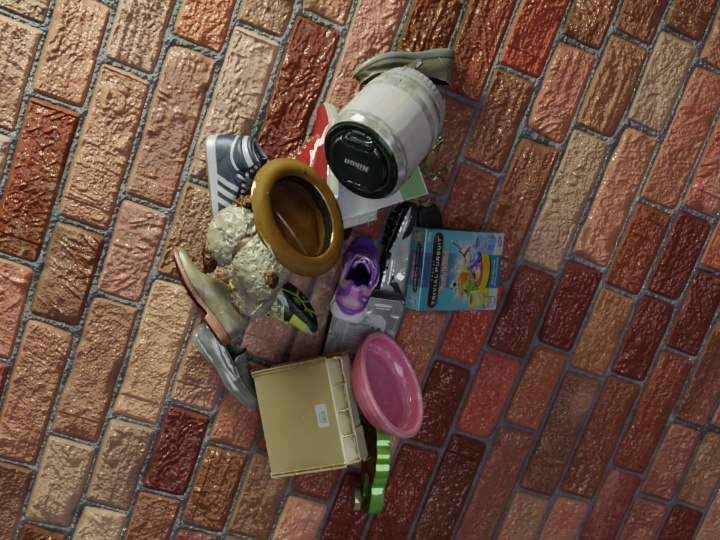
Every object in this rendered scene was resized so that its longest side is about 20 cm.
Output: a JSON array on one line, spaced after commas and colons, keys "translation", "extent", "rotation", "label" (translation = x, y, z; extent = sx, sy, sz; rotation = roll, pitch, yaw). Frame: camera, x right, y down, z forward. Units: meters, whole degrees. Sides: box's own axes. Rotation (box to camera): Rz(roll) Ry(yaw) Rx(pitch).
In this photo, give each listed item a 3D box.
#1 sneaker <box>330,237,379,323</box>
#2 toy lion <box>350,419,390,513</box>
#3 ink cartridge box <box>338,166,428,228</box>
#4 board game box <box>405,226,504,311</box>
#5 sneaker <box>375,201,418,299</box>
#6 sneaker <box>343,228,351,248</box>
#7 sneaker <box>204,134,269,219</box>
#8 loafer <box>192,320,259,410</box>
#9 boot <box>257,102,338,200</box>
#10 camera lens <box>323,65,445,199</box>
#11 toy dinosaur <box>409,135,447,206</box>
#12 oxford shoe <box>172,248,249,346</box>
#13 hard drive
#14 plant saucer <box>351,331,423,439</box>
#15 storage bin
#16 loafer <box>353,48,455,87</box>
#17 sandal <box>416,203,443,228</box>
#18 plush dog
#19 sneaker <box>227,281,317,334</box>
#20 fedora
[{"translation": [0.000, 0.000, 1.472], "extent": [0.078, 0.202, 0.090], "rotation": [15, 131, -1], "label": "sneaker"}, {"translation": [0.027, 0.372, 1.559], "extent": [0.067, 0.192, 0.206], "rotation": [3, 81, -10], "label": "toy lion"}, {"translation": [0.010, -0.165, 1.469], "extent": [0.195, 0.048, 0.149], "rotation": [-15, 68, -8], "label": "ink cartridge box"}, {"translation": [0.184, -0.002, 1.542], "extent": [0.196, 0.047, 0.155], "rotation": [1, 98, -33], "label": "board game box"}, {"translation": [0.081, -0.035, 1.549], "extent": [0.078, 0.074, 0.204], "rotation": [10, 110, -17], "label": "sneaker"}, {"translation": [-0.110, -0.100, 1.497], "extent": [0.195, 0.070, 0.080], "rotation": [14, 88, -15], "label": "sneaker"}, {"translation": [-0.215, -0.146, 1.445], "extent": [0.105, 0.070, 0.206], "rotation": [-4, 103, 9], "label": "sneaker"}, {"translation": [-0.243, 0.180, 1.535], "extent": [0.069, 0.070, 0.202], "rotation": [-32, 107, 8], "label": "loafer"}, {"translation": [-0.109, -0.209, 1.415], "extent": [0.140, 0.073, 0.205], "rotation": [4, 71, -9], "label": "boot"}, {"translation": [0.041, -0.234, 1.364], "extent": [0.161, 0.158, 0.201], "rotation": [54, 49, -18], "label": "camera lens"}, {"translation": [0.095, -0.166, 1.507], "extent": [0.198, 0.101, 0.059], "rotation": [-37, 148, -7], "label": "toy dinosaur"}, {"translation": [-0.280, 0.038, 1.484], "extent": [0.074, 0.070, 0.203], "rotation": [-32, 90, -14], "label": "oxford shoe"}, {"translation": [-0.002, 0.127, 1.556], "extent": [0.136, 0.038, 0.204], "rotation": [8, 119, -13], "label": "hard drive"}, {"translation": [0.045, 0.218, 1.484], "extent": [0.050, 0.202, 0.202], "rotation": [-25, 111, 26], "label": "plant saucer"}, {"translation": [-0.088, 0.268, 1.499], "extent": [0.194, 0.093, 0.206], "rotation": [-14, 85, 24], "label": "storage bin"}, {"translation": [0.084, -0.358, 1.455], "extent": [0.195, 0.075, 0.072], "rotation": [-10, 91, -9], "label": "loafer"}, {"translation": [0.140, -0.030, 1.572], "extent": [0.074, 0.045, 0.206], "rotation": [-11, 96, -31], "label": "sandal"}, {"translation": [-0.197, -0.033, 1.396], "extent": [0.171, 0.160, 0.201], "rotation": [41, 97, 5], "label": "plush dog"}, {"translation": [-0.165, 0.058, 1.526], "extent": [0.199, 0.076, 0.077], "rotation": [41, 105, -9], "label": "sneaker"}, {"translation": [-0.116, -0.081, 1.323], "extent": [0.197, 0.081, 0.206], "rotation": [16, 66, -37], "label": "fedora"}]
